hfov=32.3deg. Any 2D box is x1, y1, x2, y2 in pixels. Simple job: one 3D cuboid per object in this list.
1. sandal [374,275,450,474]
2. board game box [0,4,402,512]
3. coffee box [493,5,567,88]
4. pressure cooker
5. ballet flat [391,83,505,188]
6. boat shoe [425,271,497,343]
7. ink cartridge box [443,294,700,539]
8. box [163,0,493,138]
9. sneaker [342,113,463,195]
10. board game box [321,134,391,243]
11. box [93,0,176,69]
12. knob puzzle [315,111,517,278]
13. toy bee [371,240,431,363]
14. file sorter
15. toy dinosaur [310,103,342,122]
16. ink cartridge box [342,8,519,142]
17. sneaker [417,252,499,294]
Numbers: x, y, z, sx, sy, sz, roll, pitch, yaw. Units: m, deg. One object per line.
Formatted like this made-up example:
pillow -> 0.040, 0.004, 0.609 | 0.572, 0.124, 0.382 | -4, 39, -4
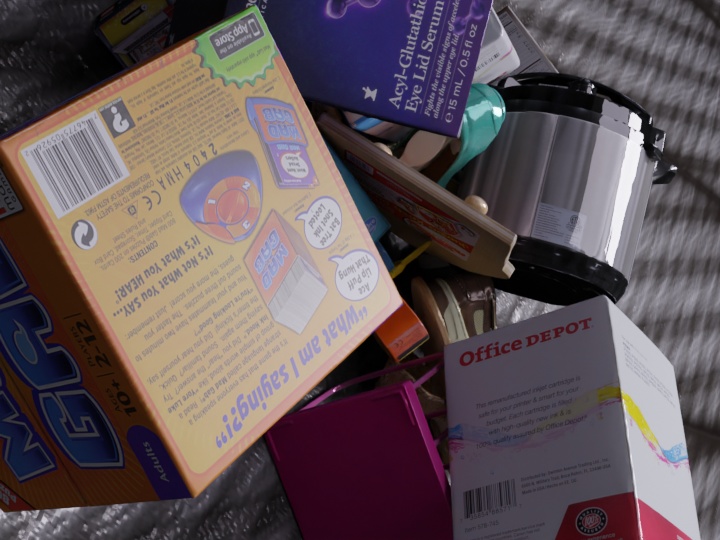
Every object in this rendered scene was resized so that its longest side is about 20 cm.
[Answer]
sandal -> 0.048, 0.110, 1.106 | 0.078, 0.069, 0.213 | -125, -163, -54
board game box -> -0.138, -0.002, 0.731 | 0.200, 0.199, 0.201 | -40, 108, -43
coffee box -> 0.195, -0.177, 1.373 | 0.201, 0.079, 0.114 | 59, 7, 26
pressure cooker -> 0.180, -0.081, 1.133 | 0.175, 0.178, 0.202 | 22, 77, -39
ballet flat -> 0.049, -0.095, 1.095 | 0.070, 0.200, 0.068 | -16, 70, -38
boat shoe -> 0.110, 0.087, 1.147 | 0.075, 0.074, 0.204 | -126, -162, -48
ink cartridge box -> 0.159, 0.150, 0.935 | 0.144, 0.144, 0.202 | 37, 43, -46
box -> -0.018, -0.187, 0.858 | 0.198, 0.104, 0.150 | 9, 98, -30
sneaker -> 0.057, -0.105, 1.238 | 0.199, 0.088, 0.076 | 36, 80, -15
board game box -> -0.089, -0.055, 0.936 | 0.151, 0.047, 0.200 | -46, 118, -16
box -> -0.083, -0.191, 0.948 | 0.137, 0.199, 0.038 | 52, 10, -28
knob puzzle -> 0.046, -0.058, 1.024 | 0.219, 0.219, 0.031 | 41, 78, -39
toy bee -> 0.000, 0.000, 1.060 | 0.109, 0.130, 0.202 | 60, 14, -64
file sorter -> 0.039, 0.182, 0.997 | 0.125, 0.138, 0.202 | -26, 96, -59
toy dinosaur -> -0.034, -0.132, 1.138 | 0.101, 0.058, 0.202 | 7, 71, -72
ink cartridge box -> 0.053, -0.186, 1.077 | 0.085, 0.144, 0.200 | 60, 11, 5
sneaker -> 0.116, 0.007, 1.276 | 0.200, 0.074, 0.107 | -32, 114, -58
